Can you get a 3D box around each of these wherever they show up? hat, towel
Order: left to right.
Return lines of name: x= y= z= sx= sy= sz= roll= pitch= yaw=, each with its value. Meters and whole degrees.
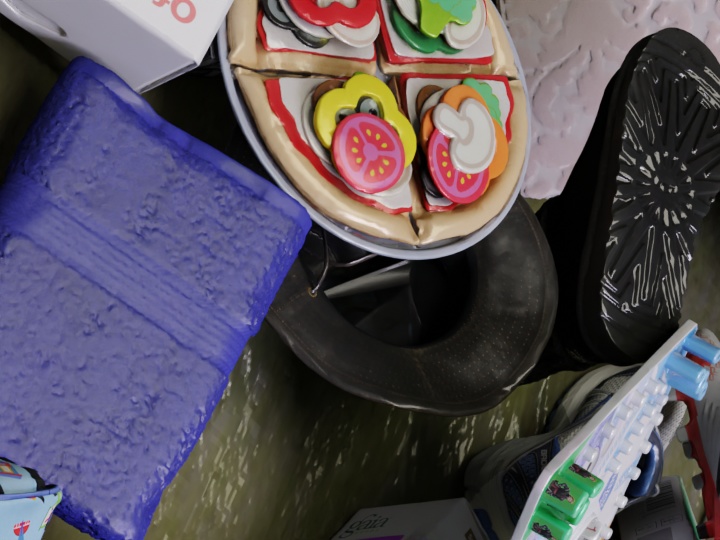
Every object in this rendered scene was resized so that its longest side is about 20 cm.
towel: x=-0.125 y=0.017 z=1.214 sx=0.148 sy=0.050 sz=0.200 roll=35 pitch=65 yaw=-17
hat: x=0.000 y=0.000 z=1.348 sx=0.200 sy=0.081 sz=0.201 roll=14 pitch=57 yaw=-24
towel: x=0.180 y=-0.147 z=1.506 sx=0.032 sy=0.199 sz=0.192 roll=-4 pitch=88 yaw=-72

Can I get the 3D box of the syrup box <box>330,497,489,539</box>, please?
syrup box: x=-0.008 y=0.204 z=1.308 sx=0.200 sy=0.079 sz=0.082 roll=-44 pitch=114 yaw=-43

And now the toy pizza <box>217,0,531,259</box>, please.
toy pizza: x=0.015 y=-0.104 z=1.320 sx=0.200 sy=0.032 sz=0.201 roll=15 pitch=63 yaw=-32

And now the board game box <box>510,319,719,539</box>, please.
board game box: x=0.112 y=0.145 z=1.328 sx=0.200 sy=0.026 sz=0.200 roll=-38 pitch=153 yaw=-54

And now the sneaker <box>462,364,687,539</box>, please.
sneaker: x=0.149 y=0.110 z=1.497 sx=0.200 sy=0.085 sz=0.077 roll=-33 pitch=107 yaw=-47

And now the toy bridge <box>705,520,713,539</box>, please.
toy bridge: x=0.242 y=0.198 z=1.624 sx=0.067 sy=0.027 sz=0.201 roll=27 pitch=62 yaw=-42

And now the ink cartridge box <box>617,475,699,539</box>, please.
ink cartridge box: x=0.205 y=0.238 z=1.503 sx=0.161 sy=0.050 sz=0.200 roll=-78 pitch=146 yaw=-77

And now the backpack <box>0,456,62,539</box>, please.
backpack: x=-0.215 y=0.134 z=1.001 sx=0.182 sy=0.200 sz=0.135 roll=2 pitch=81 yaw=-49

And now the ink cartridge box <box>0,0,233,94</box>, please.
ink cartridge box: x=-0.107 y=-0.208 z=1.230 sx=0.144 sy=0.084 sz=0.200 roll=34 pitch=68 yaw=-21

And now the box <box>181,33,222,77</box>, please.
box: x=-0.034 y=-0.183 z=1.377 sx=0.200 sy=0.050 sz=0.158 roll=-2 pitch=84 yaw=-47

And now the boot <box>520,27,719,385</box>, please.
boot: x=0.115 y=-0.031 z=1.432 sx=0.079 sy=0.158 sz=0.212 roll=33 pitch=63 yaw=-28

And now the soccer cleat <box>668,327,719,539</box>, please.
soccer cleat: x=0.229 y=0.108 z=1.470 sx=0.200 sy=0.085 sz=0.069 roll=-94 pitch=165 yaw=-48
